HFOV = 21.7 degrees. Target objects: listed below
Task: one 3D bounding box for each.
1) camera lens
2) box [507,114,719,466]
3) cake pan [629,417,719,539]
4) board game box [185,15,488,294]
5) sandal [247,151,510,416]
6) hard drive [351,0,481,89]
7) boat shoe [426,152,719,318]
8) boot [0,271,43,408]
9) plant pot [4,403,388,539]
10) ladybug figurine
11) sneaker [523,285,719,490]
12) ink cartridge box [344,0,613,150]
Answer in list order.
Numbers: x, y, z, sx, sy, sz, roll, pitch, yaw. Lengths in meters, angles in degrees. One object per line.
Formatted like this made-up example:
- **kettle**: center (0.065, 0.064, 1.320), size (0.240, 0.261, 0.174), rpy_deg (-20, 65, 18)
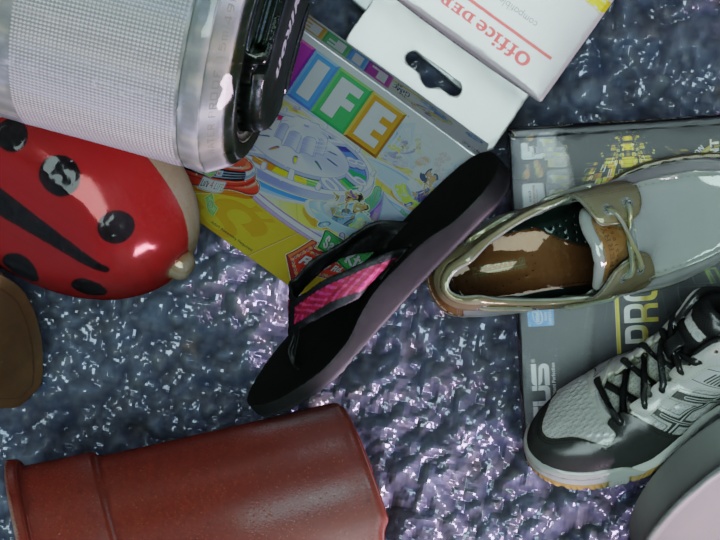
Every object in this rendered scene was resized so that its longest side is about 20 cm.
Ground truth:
- **camera lens**: center (-0.131, -0.148, 0.973), size (0.198, 0.160, 0.161), rpy_deg (15, 96, 5)
- **box**: center (0.171, 0.010, 1.112), size (0.160, 0.049, 0.202), rpy_deg (-2, 97, 4)
- **cake pan**: center (0.238, 0.131, 1.074), size (0.199, 0.201, 0.037), rpy_deg (-28, 52, 3)
- **board game box**: center (-0.045, -0.075, 1.090), size (0.199, 0.034, 0.135), rpy_deg (35, 112, -4)
- **sandal**: center (0.000, 0.000, 1.051), size (0.045, 0.075, 0.200), rpy_deg (38, 105, -22)
- **hard drive**: center (0.070, -0.226, 1.095), size (0.132, 0.027, 0.200), rpy_deg (38, 95, -4)
- **boat shoe**: center (0.135, -0.013, 1.052), size (0.198, 0.068, 0.075), rpy_deg (-18, 96, 4)
- **boot**: center (-0.272, -0.008, 1.086), size (0.146, 0.200, 0.070), rpy_deg (33, 71, 30)
- **plant pot**: center (-0.079, 0.174, 1.069), size (0.194, 0.201, 0.202), rpy_deg (-17, 96, -7)
- **ladybug figurine**: center (-0.183, -0.050, 1.071), size (0.199, 0.072, 0.136), rpy_deg (30, 122, 6)
- **sneaker**: center (0.177, 0.049, 1.040), size (0.199, 0.076, 0.088), rpy_deg (-24, 139, -3)
- **ink cartridge box**: center (0.088, -0.176, 1.054), size (0.117, 0.067, 0.201), rpy_deg (34, 96, -5)
